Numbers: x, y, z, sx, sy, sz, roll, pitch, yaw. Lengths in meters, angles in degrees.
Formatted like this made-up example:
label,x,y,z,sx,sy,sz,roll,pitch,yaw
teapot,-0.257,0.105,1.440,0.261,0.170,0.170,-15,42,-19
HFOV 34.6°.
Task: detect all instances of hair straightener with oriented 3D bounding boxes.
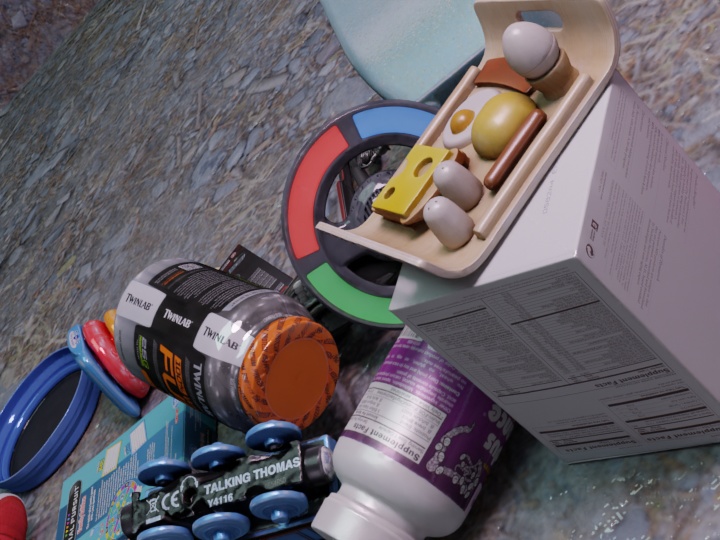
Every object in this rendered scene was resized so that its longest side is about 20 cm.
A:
label,x,y,z,sx,sy,sz,roll,pitch,yaw
hair straightener,0.009,-0.113,1.269,0.077,0.041,0.201,-39,27,19

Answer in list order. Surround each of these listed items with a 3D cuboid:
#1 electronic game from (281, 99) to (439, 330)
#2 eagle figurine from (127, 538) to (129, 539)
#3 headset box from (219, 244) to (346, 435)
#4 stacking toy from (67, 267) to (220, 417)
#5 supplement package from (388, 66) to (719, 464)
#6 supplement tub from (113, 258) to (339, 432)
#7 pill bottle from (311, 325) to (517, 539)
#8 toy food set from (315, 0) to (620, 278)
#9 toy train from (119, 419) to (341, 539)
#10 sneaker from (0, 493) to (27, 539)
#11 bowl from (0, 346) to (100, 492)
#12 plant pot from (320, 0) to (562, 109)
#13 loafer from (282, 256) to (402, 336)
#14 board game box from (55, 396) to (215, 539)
label,x,y,z,sx,sy,sz,roll,pitch,yaw
electronic game,0.029,-0.048,1.011,0.200,0.200,0.042,-48,4,2
eagle figurine,-0.217,0.324,0.956,0.151,0.151,0.201,11,57,45
headset box,-0.110,0.072,1.172,0.149,0.077,0.200,-52,28,-5
stacking toy,-0.233,0.062,1.347,0.199,0.110,0.116,-38,27,-2
supplement package,0.151,0.007,0.765,0.150,0.200,0.153,-18,41,43
supplement tub,-0.118,0.067,1.014,0.199,0.123,0.123,17,69,45
pill bottle,0.048,0.125,0.862,0.112,0.112,0.201,8,63,56
toy food set,0.061,-0.092,0.734,0.201,0.060,0.143,-54,29,-9
toy train,-0.097,0.191,0.945,0.198,0.114,0.088,-21,54,19
sneaker,-0.401,0.342,1.267,0.112,0.071,0.202,-17,51,49
bowl,-0.406,0.191,1.477,0.200,0.039,0.202,-34,34,26
plant pot,0.103,-0.210,1.097,0.196,0.195,0.201,-37,39,21
loafer,0.000,0.000,1.063,0.199,0.072,0.063,-35,-3,-4
board game box,-0.232,0.231,1.188,0.199,0.047,0.152,-39,32,20
